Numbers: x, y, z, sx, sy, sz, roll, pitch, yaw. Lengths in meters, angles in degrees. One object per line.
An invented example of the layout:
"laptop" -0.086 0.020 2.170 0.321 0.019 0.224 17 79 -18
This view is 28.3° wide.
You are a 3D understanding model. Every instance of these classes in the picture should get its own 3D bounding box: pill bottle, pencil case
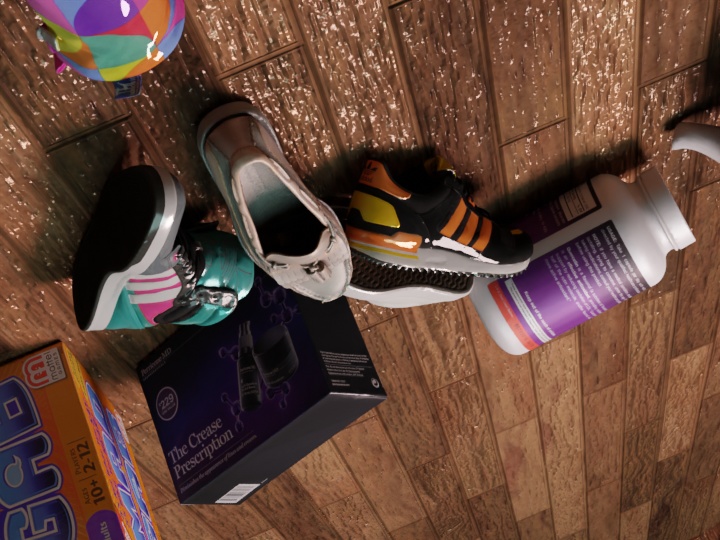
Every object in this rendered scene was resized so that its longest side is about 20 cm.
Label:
"pill bottle" 0.196 -0.013 1.294 0.200 0.113 0.112 -28 155 12
"pencil case" -0.152 -0.171 0.724 0.088 0.089 0.200 -23 154 0

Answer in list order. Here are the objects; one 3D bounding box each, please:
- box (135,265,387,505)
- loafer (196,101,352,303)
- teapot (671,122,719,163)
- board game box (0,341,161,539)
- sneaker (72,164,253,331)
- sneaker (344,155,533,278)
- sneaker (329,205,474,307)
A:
"box" -0.090 0.096 1.235 0.200 0.141 0.079 -39 148 30
"loafer" -0.057 -0.033 1.029 0.072 0.063 0.200 -31 135 1
"teapot" 0.375 -0.132 1.171 0.146 0.197 0.200 29 108 -15
"board game box" -0.294 0.218 1.231 0.200 0.200 0.200 -22 155 -4
"sneaker" -0.131 -0.013 1.047 0.120 0.084 0.200 -3 157 -27
"sneaker" 0.074 -0.046 1.160 0.200 0.070 0.090 2 103 -40
"sneaker" 0.000 0.000 1.204 0.200 0.073 0.085 16 156 -40
